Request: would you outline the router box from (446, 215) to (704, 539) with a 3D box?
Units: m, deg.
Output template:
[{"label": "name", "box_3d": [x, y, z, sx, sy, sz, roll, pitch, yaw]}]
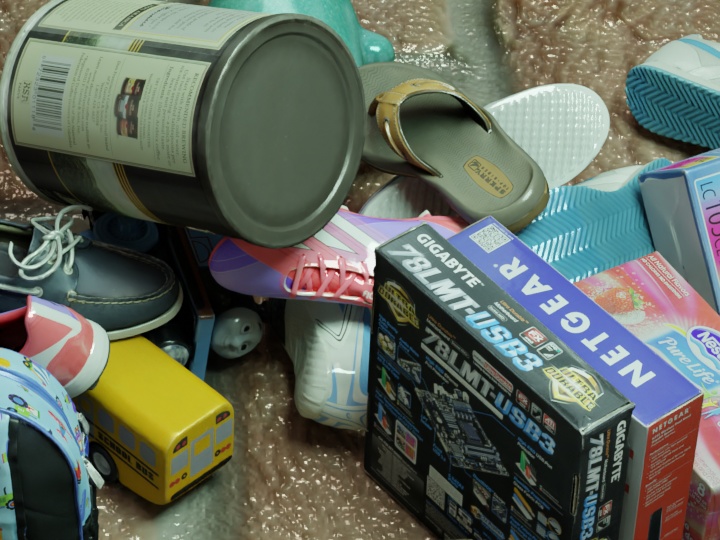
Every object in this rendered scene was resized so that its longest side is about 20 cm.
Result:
[{"label": "router box", "box_3d": [0.122, 0.094, 1.619, 0.049, 0.180, 0.200, -28, 51, -28]}]

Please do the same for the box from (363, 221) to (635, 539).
[{"label": "box", "box_3d": [0.081, 0.103, 1.592, 0.049, 0.200, 0.200, -27, 49, -29]}]

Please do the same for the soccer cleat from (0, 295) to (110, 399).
[{"label": "soccer cleat", "box_3d": [-0.254, 0.067, 1.648, 0.199, 0.073, 0.069, -22, 48, 29]}]

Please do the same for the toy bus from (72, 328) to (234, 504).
[{"label": "toy bus", "box_3d": [-0.174, 0.074, 1.699, 0.200, 0.079, 0.065, 35, 51, 30]}]

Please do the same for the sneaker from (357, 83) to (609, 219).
[{"label": "sneaker", "box_3d": [0.080, -0.072, 1.828, 0.199, 0.073, 0.114, -28, 3, -1]}]

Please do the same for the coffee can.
[{"label": "coffee can", "box_3d": [-0.117, -0.101, 1.669, 0.199, 0.147, 0.146, 12, 39, 41]}]

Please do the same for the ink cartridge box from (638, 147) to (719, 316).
[{"label": "ink cartridge box", "box_3d": [0.306, -0.031, 1.785, 0.199, 0.138, 0.076, -18, 8, -22]}]

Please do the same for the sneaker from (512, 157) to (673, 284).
[{"label": "sneaker", "box_3d": [0.150, -0.022, 1.789, 0.199, 0.080, 0.077, -17, 87, -49]}]

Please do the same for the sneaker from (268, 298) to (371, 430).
[{"label": "sneaker", "box_3d": [-0.018, 0.036, 1.765, 0.072, 0.072, 0.201, 18, 34, -23]}]

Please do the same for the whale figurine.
[{"label": "whale figurine", "box_3d": [-0.043, -0.156, 1.933, 0.158, 0.104, 0.200, -17, 47, -21]}]

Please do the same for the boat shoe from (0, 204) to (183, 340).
[{"label": "boat shoe", "box_3d": [-0.214, -0.004, 1.677, 0.198, 0.062, 0.075, 9, 41, 5]}]

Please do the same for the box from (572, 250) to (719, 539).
[{"label": "box", "box_3d": [0.206, 0.093, 1.685, 0.102, 0.095, 0.200, -19, 47, -23]}]

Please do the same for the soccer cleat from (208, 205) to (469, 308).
[{"label": "soccer cleat", "box_3d": [0.000, 0.000, 1.705, 0.198, 0.067, 0.077, -1, 45, -22]}]

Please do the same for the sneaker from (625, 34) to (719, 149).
[{"label": "sneaker", "box_3d": [0.300, -0.119, 1.921, 0.199, 0.077, 0.081, 30, 48, 24]}]

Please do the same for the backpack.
[{"label": "backpack", "box_3d": [-0.246, 0.120, 1.557, 0.181, 0.201, 0.135, 2, 44, 1]}]

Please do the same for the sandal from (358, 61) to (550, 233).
[{"label": "sandal", "box_3d": [0.047, -0.091, 1.742, 0.082, 0.055, 0.200, -44, 50, -5]}]

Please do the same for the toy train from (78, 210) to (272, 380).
[{"label": "toy train", "box_3d": [-0.132, -0.006, 1.786, 0.113, 0.087, 0.201, -7, 43, -18]}]
